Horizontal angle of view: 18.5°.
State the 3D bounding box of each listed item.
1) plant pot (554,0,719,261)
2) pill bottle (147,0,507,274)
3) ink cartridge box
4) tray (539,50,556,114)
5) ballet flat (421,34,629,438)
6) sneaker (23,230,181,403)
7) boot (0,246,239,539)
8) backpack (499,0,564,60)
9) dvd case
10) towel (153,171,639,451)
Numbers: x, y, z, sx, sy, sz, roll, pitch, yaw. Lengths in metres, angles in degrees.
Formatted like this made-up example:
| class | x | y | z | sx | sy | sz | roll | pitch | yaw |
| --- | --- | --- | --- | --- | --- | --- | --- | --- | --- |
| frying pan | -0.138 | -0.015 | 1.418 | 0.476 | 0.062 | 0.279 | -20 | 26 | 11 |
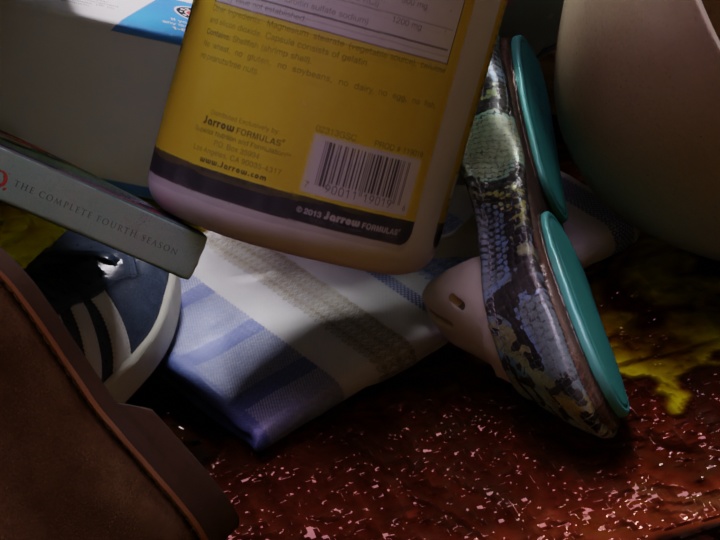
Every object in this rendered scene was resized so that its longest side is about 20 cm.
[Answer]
| class | x | y | z | sx | sy | sz | roll | pitch | yaw |
| --- | --- | --- | --- | --- | --- | --- | --- | --- | --- |
| plant pot | 0.153 | -0.081 | 0.870 | 0.134 | 0.200 | 0.200 | -31 | 8 | 47 |
| pill bottle | -0.002 | -0.107 | 0.808 | 0.112 | 0.200 | 0.112 | 15 | 6 | -2 |
| ink cartridge box | -0.135 | -0.116 | 1.048 | 0.146 | 0.086 | 0.200 | 10 | 22 | -20 |
| tray | 0.086 | -0.116 | 1.075 | 0.200 | 0.037 | 0.099 | 7 | 34 | 29 |
| ballet flat | 0.053 | -0.007 | 0.850 | 0.074 | 0.074 | 0.200 | -10 | 45 | 2 |
| sneaker | -0.130 | 0.022 | 0.835 | 0.075 | 0.085 | 0.200 | -6 | 35 | 24 |
| boot | -0.133 | 0.039 | 0.737 | 0.075 | 0.200 | 0.074 | -44 | 8 | -17 |
| backpack | 0.025 | -0.157 | 0.959 | 0.176 | 0.200 | 0.153 | -34 | 61 | 6 |
| dvd case | -0.160 | -0.051 | 0.837 | 0.146 | 0.022 | 0.200 | 24 | 0 | -32 |
| towel | 0.000 | 0.000 | 0.917 | 0.200 | 0.024 | 0.147 | -29 | 36 | -25 |
